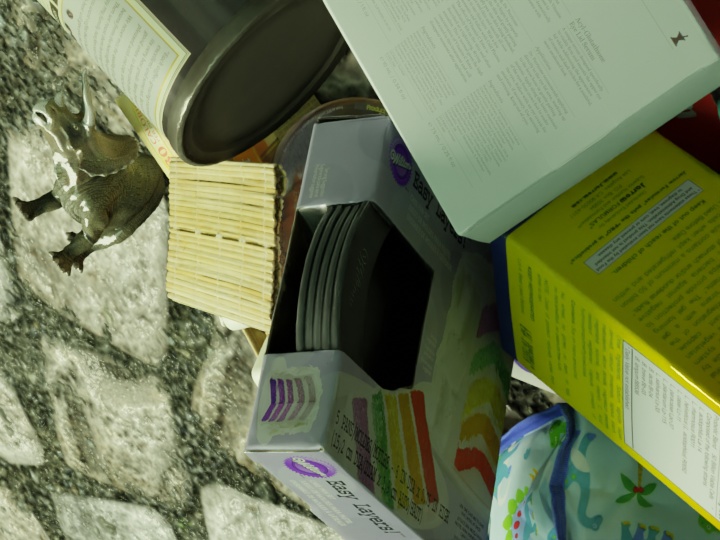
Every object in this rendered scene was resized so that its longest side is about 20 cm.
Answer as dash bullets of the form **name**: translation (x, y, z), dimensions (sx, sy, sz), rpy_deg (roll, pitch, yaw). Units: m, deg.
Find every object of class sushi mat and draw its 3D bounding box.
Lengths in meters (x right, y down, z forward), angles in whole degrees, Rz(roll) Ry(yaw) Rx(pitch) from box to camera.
- **sushi mat**: translation (-0.084, -0.020, 1.067), dimensions (0.200, 0.012, 0.097), rpy_deg (-168, 81, -66)

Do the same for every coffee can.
- **coffee can**: translation (-0.115, -0.182, 1.020), dimensions (0.200, 0.146, 0.147), rpy_deg (46, 140, 15)

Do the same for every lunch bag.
- **lunch bag**: translation (0.149, 0.163, 1.027), dimensions (0.168, 0.129, 0.200), rpy_deg (14, 161, -14)

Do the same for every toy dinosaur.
- **toy dinosaur**: translation (-0.172, -0.050, 1.205), dimensions (0.077, 0.102, 0.200), rpy_deg (54, -174, 22)

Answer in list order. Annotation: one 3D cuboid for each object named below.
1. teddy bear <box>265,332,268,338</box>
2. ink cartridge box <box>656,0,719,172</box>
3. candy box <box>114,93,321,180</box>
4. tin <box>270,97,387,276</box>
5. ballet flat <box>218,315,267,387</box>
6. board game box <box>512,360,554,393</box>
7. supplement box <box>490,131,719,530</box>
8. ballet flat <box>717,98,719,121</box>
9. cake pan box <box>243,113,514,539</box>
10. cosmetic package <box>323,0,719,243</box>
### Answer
- **teddy bear**: translation (0.008, 0.087, 1.102), dimensions (0.200, 0.145, 0.067), rpy_deg (46, 180, -12)
- **ink cartridge box**: translation (0.115, -0.088, 0.944), dimensions (0.198, 0.050, 0.161), rpy_deg (2, 142, 36)
- **candy box**: translation (-0.062, -0.063, 1.156), dimensions (0.115, 0.055, 0.201), rpy_deg (-26, 103, 48)
- **tin**: translation (0.000, 0.000, 1.037), dimensions (0.042, 0.111, 0.202), rpy_deg (138, 131, -81)
- **ballet flat**: translation (-0.055, 0.037, 1.137), dimensions (0.068, 0.063, 0.201), rpy_deg (-14, 112, 45)
- **board game box**: translation (0.142, 0.040, 1.027), dimensions (0.198, 0.030, 0.096), rpy_deg (23, 135, 11)
- **supplement box**: translation (0.173, 0.033, 0.890), dimensions (0.200, 0.109, 0.109), rpy_deg (40, 156, 33)
- **ballet flat**: translation (0.245, -0.017, 0.921), dimensions (0.070, 0.068, 0.201), rpy_deg (-13, 125, 18)
- **cake pan box**: translation (0.018, 0.044, 0.904), dimensions (0.052, 0.186, 0.200), rpy_deg (-5, 149, 27)
- **cosmetic package**: translation (0.068, -0.139, 0.863), dimensions (0.150, 0.052, 0.201), rpy_deg (-34, 74, 19)
